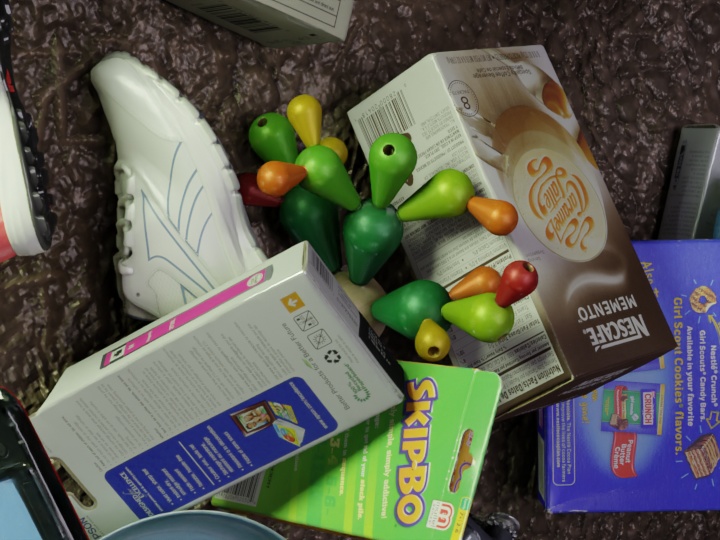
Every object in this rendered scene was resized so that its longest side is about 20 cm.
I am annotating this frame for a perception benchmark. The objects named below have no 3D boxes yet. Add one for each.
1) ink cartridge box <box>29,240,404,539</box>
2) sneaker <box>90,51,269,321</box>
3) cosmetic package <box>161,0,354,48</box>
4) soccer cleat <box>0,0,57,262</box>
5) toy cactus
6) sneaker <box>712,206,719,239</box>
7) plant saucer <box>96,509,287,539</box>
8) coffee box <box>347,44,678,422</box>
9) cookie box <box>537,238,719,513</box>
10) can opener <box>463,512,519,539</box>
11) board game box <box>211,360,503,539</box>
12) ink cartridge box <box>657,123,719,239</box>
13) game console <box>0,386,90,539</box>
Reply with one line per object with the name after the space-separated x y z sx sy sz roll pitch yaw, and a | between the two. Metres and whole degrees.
-0.085 0.070 1.013 0.095 0.199 0.037 54 17 -26 | ink cartridge box
-0.099 -0.021 1.040 0.087 0.075 0.201 -26 98 -8 | sneaker
-0.044 -0.234 1.075 0.105 0.071 0.201 20 79 -38 | cosmetic package
-0.206 -0.100 0.961 0.073 0.068 0.201 -13 90 0 | soccer cleat
0.000 0.000 1.078 0.102 0.200 0.165 -38 154 -47 | toy cactus
0.310 -0.002 1.322 0.200 0.066 0.079 18 93 -36 | sneaker
-0.105 0.223 1.047 0.199 0.027 0.201 -6 103 -27 | plant saucer
0.088 -0.023 1.126 0.114 0.080 0.201 -12 76 -48 | coffee box
0.212 0.065 1.220 0.199 0.075 0.172 0 92 1 | cookie box
0.032 0.142 1.153 0.200 0.063 0.079 50 63 -29 | can opener
0.000 0.095 1.038 0.030 0.200 0.096 24 77 -37 | board game box
0.280 0.022 1.360 0.199 0.041 0.201 20 80 -37 | ink cartridge box
-0.213 0.180 0.915 0.201 0.172 0.119 65 30 -10 | game console
